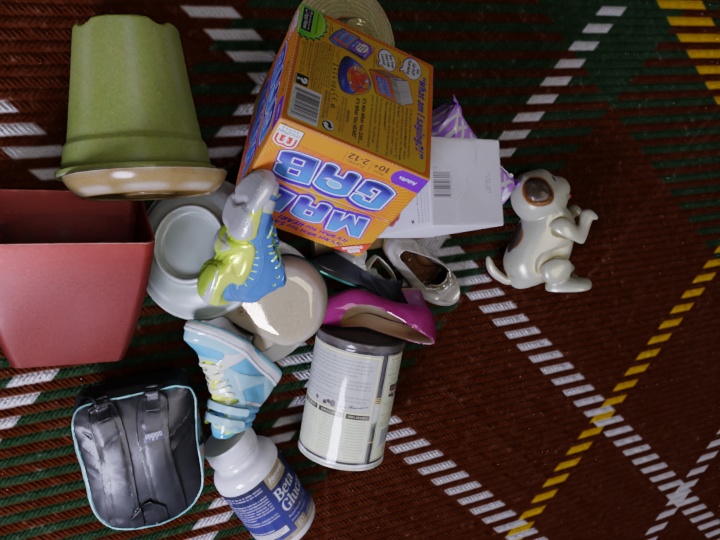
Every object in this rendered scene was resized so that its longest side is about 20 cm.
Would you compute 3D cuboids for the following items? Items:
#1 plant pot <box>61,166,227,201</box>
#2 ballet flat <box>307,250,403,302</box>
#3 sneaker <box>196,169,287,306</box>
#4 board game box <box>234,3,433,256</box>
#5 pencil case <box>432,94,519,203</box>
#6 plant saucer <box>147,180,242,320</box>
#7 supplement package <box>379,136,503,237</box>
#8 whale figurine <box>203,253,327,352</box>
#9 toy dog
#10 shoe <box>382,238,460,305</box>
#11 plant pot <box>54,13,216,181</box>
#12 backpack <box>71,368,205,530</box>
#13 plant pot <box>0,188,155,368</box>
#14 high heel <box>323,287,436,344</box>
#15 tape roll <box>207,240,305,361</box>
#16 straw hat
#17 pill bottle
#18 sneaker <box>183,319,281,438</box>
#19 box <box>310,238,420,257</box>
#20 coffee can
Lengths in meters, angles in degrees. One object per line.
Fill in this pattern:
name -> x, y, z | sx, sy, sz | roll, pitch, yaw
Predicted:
plant pot -> -0.265, -0.106, 0.836 | 0.197, 0.200, 0.028 | -5, 94, -22
ballet flat -> 0.000, 0.000, 1.077 | 0.199, 0.073, 0.074 | 28, 91, -39
sneaker -> -0.129, -0.035, 0.852 | 0.104, 0.076, 0.201 | 13, 126, -34
board game box -> -0.037, -0.177, 0.895 | 0.197, 0.200, 0.203 | 18, 56, -19
pencil case -> 0.179, -0.185, 1.106 | 0.085, 0.085, 0.200 | -33, 120, 25
plant saucer -> -0.227, -0.033, 0.923 | 0.197, 0.050, 0.204 | -1, 85, 11
supplement package -> 0.103, -0.115, 0.991 | 0.118, 0.199, 0.123 | -3, 89, -24
whale figurine -> -0.145, 0.037, 0.984 | 0.196, 0.104, 0.162 | 0, 105, 1
toy dog -> 0.315, -0.078, 1.182 | 0.190, 0.140, 0.203 | -2, 106, 9
shoe -> 0.111, 0.008, 1.132 | 0.199, 0.053, 0.070 | 38, 90, -35
plant pot -> -0.289, -0.212, 0.851 | 0.197, 0.200, 0.188 | -5, 93, -22
backpack -> -0.310, 0.253, 0.957 | 0.173, 0.153, 0.203 | -11, 96, -19
plant pot -> -0.377, 0.011, 0.858 | 0.197, 0.200, 0.179 | -1, 113, -23
high heel -> 0.019, 0.080, 1.038 | 0.197, 0.097, 0.068 | -9, 142, -10
tape roll -> -0.161, 0.047, 1.039 | 0.200, 0.037, 0.206 | -6, 105, -22
straw hat -> -0.014, -0.323, 0.988 | 0.198, 0.085, 0.205 | -6, 104, -23
pill bottle -> -0.163, 0.337, 1.065 | 0.110, 0.111, 0.202 | -35, 114, -12
sneaker -> -0.196, 0.161, 0.944 | 0.200, 0.079, 0.132 | 47, 61, -46
box -> 0.008, -0.115, 1.083 | 0.197, 0.021, 0.166 | -12, 107, -21
coffee can -> -0.016, 0.194, 1.077 | 0.144, 0.146, 0.203 | 6, 100, -25
